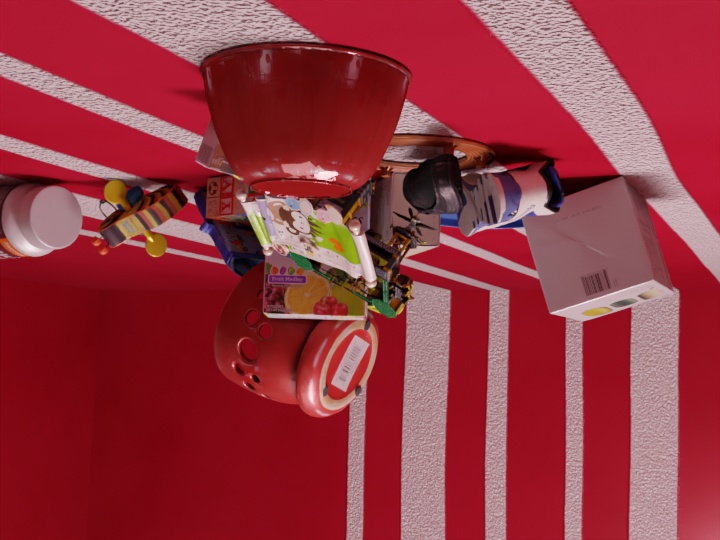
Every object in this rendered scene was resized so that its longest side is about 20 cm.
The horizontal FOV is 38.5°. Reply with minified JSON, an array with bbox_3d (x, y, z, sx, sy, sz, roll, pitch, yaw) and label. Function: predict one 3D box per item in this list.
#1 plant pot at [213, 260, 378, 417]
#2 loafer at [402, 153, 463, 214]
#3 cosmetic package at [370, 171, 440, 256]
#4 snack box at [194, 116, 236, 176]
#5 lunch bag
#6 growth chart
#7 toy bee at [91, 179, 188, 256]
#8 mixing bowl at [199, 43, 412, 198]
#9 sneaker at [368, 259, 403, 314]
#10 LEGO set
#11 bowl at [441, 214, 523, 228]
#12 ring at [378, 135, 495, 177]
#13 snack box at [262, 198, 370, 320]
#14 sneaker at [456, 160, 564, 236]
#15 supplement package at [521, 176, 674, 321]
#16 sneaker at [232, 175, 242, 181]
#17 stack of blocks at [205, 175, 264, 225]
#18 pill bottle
[{"bbox_3d":[-0.087,0.103,1.512,0.181,0.202,0.200,22,-173,32],"label":"plant pot"},{"bbox_3d":[0.085,-0.097,1.235,0.070,0.069,0.201,-6,178,2],"label":"loafer"},{"bbox_3d":[0.052,-0.075,1.496,0.072,0.105,0.200,2,176,-15],"label":"cosmetic package"},{"bbox_3d":[-0.095,-0.130,1.121,0.024,0.073,0.199,26,-171,33],"label":"snack box"},{"bbox_3d":[-0.175,-0.047,1.614,0.199,0.151,0.094,17,125,-46],"label":"lunch bag"},{"bbox_3d":[-0.064,-0.044,1.240,0.199,0.018,0.145,18,151,33],"label":"growth chart"},{"bbox_3d":[-0.353,-0.067,1.581,0.131,0.109,0.200,40,140,-10],"label":"toy bee"},{"bbox_3d":[-0.053,-0.128,0.956,0.198,0.110,0.200,3,174,0],"label":"mixing bowl"},{"bbox_3d":[0.000,0.000,1.503,0.199,0.074,0.083,35,-174,35],"label":"sneaker"},{"bbox_3d":[0.006,-0.046,1.308,0.199,0.116,0.154,26,154,25],"label":"LEGO set"},{"bbox_3d":[0.188,-0.096,1.564,0.198,0.040,0.201,2,174,0],"label":"bowl"},{"bbox_3d":[0.068,-0.137,1.281,0.198,0.019,0.200,1,175,0],"label":"ring"},{"bbox_3d":[-0.058,-0.036,1.409,0.141,0.202,0.053,2,172,3],"label":"snack box"},{"bbox_3d":[0.195,-0.092,1.319,0.114,0.081,0.199,-9,-177,-12],"label":"sneaker"},{"bbox_3d":[0.345,-0.024,1.484,0.151,0.152,0.200,-19,167,22],"label":"supplement package"},{"bbox_3d":[-0.084,-0.118,1.243,0.078,0.067,0.200,11,177,25],"label":"sneaker"},{"bbox_3d":[-0.120,-0.098,1.543,0.114,0.059,0.199,-2,173,38],"label":"stack of blocks"},{"bbox_3d":[-0.534,-0.077,1.616,0.199,0.115,0.114,-2,173,39],"label":"pill bottle"}]
